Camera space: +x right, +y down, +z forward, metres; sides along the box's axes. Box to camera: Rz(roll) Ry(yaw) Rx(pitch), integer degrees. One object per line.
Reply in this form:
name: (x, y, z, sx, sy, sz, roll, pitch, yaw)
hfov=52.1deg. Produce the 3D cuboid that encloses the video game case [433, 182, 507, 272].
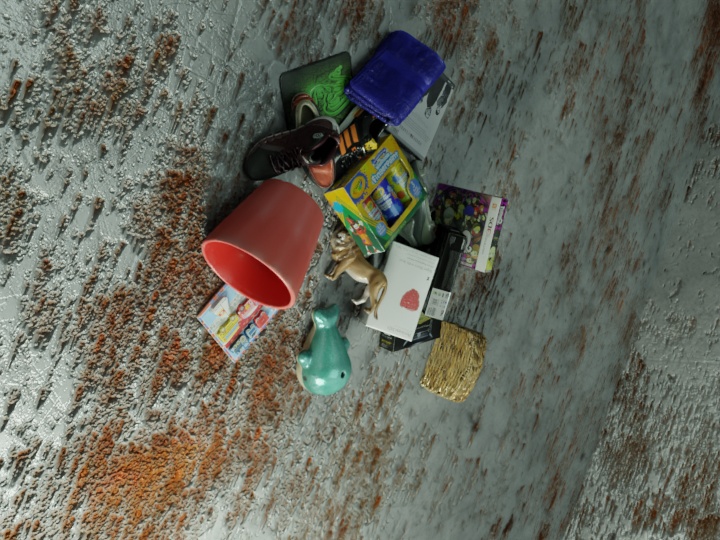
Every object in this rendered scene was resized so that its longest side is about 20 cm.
video game case: (0.257, -0.108, 1.822, 0.035, 0.198, 0.185, 3, 103, -47)

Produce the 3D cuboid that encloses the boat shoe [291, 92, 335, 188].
boat shoe: (-0.090, -0.247, 1.449, 0.070, 0.063, 0.203, -18, 121, -7)

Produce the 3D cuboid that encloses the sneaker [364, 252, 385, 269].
sneaker: (0.019, -0.081, 1.665, 0.088, 0.073, 0.204, 24, 78, -44)

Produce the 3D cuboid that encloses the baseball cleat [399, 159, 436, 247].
baseball cleat: (0.118, -0.157, 1.745, 0.070, 0.104, 0.204, 15, 63, -78)

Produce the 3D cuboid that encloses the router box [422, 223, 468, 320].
router box: (0.190, -0.001, 1.743, 0.050, 0.149, 0.204, 15, 101, -7)

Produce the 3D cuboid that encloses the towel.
towel: (0.073, -0.407, 1.537, 0.201, 0.146, 0.050, -53, 169, -22)

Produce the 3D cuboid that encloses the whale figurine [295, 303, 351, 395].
whale figurine: (-0.071, 0.180, 1.632, 0.157, 0.103, 0.204, -10, 112, -46)

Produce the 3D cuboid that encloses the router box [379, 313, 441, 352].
router box: (0.136, 0.109, 1.881, 0.198, 0.052, 0.161, -9, 111, -47)

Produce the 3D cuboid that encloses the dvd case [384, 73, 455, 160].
dvd case: (0.136, -0.379, 1.698, 0.149, 0.025, 0.203, 30, 81, -43)

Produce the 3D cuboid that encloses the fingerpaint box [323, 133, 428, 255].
fingerpaint box: (0.039, -0.165, 1.587, 0.201, 0.073, 0.168, -50, 116, -34)

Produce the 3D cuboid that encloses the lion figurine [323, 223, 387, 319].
lion figurine: (0.000, 0.000, 1.618, 0.200, 0.072, 0.123, 43, 83, -7)

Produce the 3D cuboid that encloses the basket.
basket: (0.281, 0.260, 2.039, 0.148, 0.141, 0.203, 23, 88, -49)

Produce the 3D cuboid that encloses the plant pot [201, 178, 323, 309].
plant pot: (-0.168, -0.059, 1.374, 0.179, 0.198, 0.201, -60, 140, -26)

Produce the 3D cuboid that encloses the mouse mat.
mouse mat: (-0.080, -0.341, 1.493, 0.199, 0.007, 0.164, -32, 127, -38)

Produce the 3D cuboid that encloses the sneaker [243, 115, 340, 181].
sneaker: (-0.123, -0.213, 1.354, 0.198, 0.116, 0.076, -29, 122, 3)

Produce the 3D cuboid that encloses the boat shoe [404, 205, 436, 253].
boat shoe: (0.148, -0.064, 1.822, 0.071, 0.060, 0.205, -16, 116, -45)

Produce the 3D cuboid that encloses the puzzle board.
puzzle board: (-0.224, 0.066, 1.479, 0.201, 0.017, 0.152, -52, 137, -23)

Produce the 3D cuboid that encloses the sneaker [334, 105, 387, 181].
sneaker: (-0.013, -0.259, 1.530, 0.202, 0.089, 0.070, -57, 142, -12)

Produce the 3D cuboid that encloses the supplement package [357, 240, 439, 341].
supplement package: (0.086, 0.044, 1.713, 0.119, 0.120, 0.204, 18, 91, -10)
